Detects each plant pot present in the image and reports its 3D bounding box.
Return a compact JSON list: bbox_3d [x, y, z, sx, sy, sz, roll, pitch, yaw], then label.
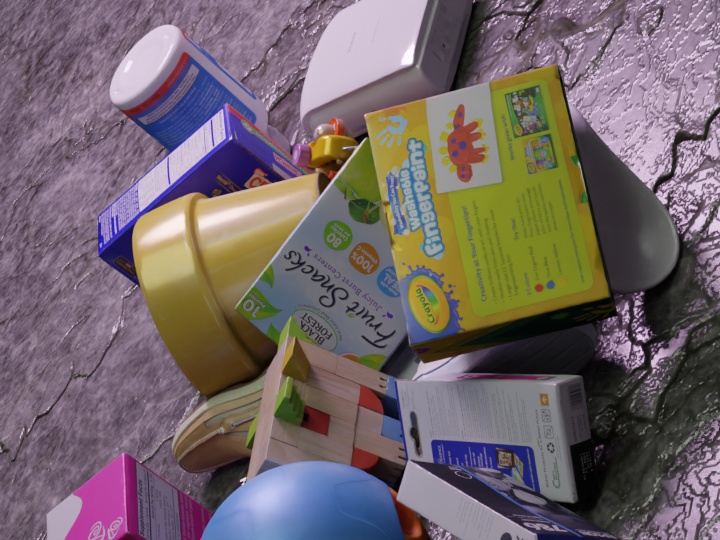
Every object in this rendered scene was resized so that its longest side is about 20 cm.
[{"bbox_3d":[-0.095,0.001,1.884,0.188,0.201,0.202,-24,36,11],"label":"plant pot"}]

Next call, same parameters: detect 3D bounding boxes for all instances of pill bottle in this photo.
[{"bbox_3d":[-0.174,-0.171,2.144,0.112,0.200,0.113,-33,34,26],"label":"pill bottle"}]

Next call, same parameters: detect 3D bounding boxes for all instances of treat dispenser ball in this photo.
[{"bbox_3d":[-0.035,0.251,1.505,0.200,0.201,0.202,-33,34,27],"label":"treat dispenser ball"}]

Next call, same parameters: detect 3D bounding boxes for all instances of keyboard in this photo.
[{"bbox_3d":[0.056,0.075,1.765,0.201,0.011,0.056,-53,35,-3],"label":"keyboard"}]

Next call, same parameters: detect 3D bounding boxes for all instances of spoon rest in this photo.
[{"bbox_3d":[0.193,-0.067,1.609,0.099,0.061,0.201,-21,62,-15],"label":"spoon rest"}]

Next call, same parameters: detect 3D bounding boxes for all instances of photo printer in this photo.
[{"bbox_3d":[0.020,-0.230,2.078,0.199,0.069,0.167,-20,42,41],"label":"photo printer"}]

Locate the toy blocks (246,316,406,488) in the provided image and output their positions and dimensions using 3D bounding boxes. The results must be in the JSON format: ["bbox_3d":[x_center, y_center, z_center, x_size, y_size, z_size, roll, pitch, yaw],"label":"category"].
[{"bbox_3d":[-0.020,0.147,1.669,0.201,0.136,0.100,-81,17,-49],"label":"toy blocks"}]

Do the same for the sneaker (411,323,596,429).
[{"bbox_3d":[0.114,0.069,1.629,0.199,0.073,0.071,-25,37,34],"label":"sneaker"}]

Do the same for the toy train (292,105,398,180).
[{"bbox_3d":[0.021,-0.117,1.888,0.199,0.150,0.056,-4,76,42],"label":"toy train"}]

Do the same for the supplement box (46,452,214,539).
[{"bbox_3d":[-0.167,0.265,1.666,0.101,0.200,0.104,-38,32,19],"label":"supplement box"}]

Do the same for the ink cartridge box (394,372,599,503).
[{"bbox_3d":[0.107,0.133,1.556,0.199,0.037,0.096,-3,98,50],"label":"ink cartridge box"}]

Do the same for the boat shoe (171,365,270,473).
[{"bbox_3d":[-0.102,0.150,1.841,0.199,0.071,0.077,-36,49,27],"label":"boat shoe"}]

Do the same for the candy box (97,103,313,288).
[{"bbox_3d":[-0.150,-0.052,2.015,0.200,0.169,0.077,-38,36,20],"label":"candy box"}]

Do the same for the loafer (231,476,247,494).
[{"bbox_3d":[-0.084,0.221,1.681,0.071,0.074,0.200,9,30,15],"label":"loafer"}]

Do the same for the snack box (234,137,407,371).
[{"bbox_3d":[0.000,0.000,1.772,0.200,0.142,0.053,-52,-2,1],"label":"snack box"}]

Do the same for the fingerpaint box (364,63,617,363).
[{"bbox_3d":[0.105,-0.044,1.556,0.165,0.073,0.202,-14,72,8],"label":"fingerpaint box"}]

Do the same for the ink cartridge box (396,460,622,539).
[{"bbox_3d":[0.123,0.194,1.431,0.199,0.099,0.040,27,103,50],"label":"ink cartridge box"}]
